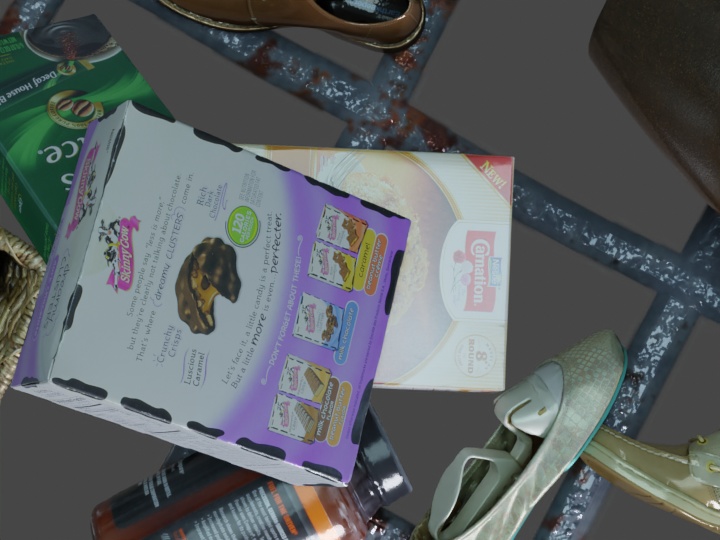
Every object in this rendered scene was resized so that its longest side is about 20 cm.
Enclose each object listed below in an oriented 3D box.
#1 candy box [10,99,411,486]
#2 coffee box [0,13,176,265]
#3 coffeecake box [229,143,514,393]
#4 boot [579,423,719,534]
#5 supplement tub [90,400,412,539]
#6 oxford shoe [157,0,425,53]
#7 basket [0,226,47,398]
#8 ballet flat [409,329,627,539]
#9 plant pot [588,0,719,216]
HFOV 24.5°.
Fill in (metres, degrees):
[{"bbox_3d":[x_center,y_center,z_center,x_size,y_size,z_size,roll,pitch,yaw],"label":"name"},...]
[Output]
[{"bbox_3d":[-0.085,0.018,0.980,0.198,0.071,0.170,22,73,-26],"label":"candy box"},{"bbox_3d":[-0.178,-0.080,1.068,0.122,0.044,0.201,-18,55,-30],"label":"coffee box"},{"bbox_3d":[0.000,0.000,1.108,0.197,0.073,0.156,2,85,1],"label":"coffeecake box"},{"bbox_3d":[0.256,0.097,1.095,0.198,0.073,0.157,21,87,1],"label":"boot"},{"bbox_3d":[-0.068,0.158,1.081,0.198,0.107,0.108,-27,86,-1],"label":"supplement tub"},{"bbox_3d":[-0.053,-0.197,1.125,0.197,0.071,0.072,9,88,4],"label":"oxford shoe"},{"bbox_3d":[-0.307,0.043,1.052,0.142,0.149,0.202,29,87,-31],"label":"basket"},{"bbox_3d":[0.101,0.119,1.085,0.062,0.067,0.201,29,97,-28],"label":"ballet flat"},{"bbox_3d":[0.254,-0.124,1.073,0.199,0.187,0.188,37,88,18],"label":"plant pot"}]
